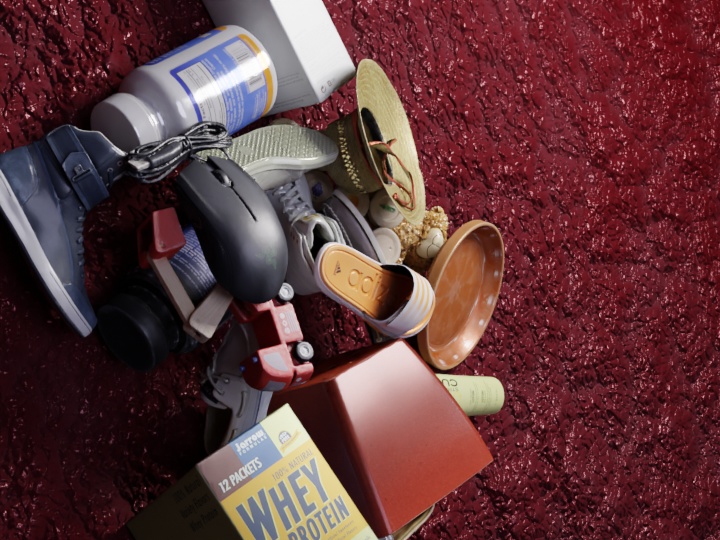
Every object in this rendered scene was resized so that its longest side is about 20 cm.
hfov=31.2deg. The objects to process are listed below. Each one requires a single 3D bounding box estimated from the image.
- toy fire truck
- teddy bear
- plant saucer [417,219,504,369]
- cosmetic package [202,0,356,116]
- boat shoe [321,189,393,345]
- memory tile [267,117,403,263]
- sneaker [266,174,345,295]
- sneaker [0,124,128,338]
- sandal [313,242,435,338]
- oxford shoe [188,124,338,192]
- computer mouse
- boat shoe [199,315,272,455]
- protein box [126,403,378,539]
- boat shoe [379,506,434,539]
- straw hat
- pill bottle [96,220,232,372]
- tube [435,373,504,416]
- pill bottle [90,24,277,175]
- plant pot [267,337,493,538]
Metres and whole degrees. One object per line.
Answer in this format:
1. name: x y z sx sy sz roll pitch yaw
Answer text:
1. toy fire truck: -0.138 0.032 1.314 0.140 0.049 0.203 -10 75 -36
2. teddy bear: 0.040 -0.058 1.645 0.200 0.066 0.146 43 61 -31
3. plant saucer: 0.128 0.030 1.700 0.200 0.032 0.203 -38 138 -45
4. cosmetic package: -0.103 -0.290 1.498 0.081 0.112 0.202 -42 117 -38
5. boat shoe: 0.000 0.000 1.536 0.059 0.072 0.202 -32 116 -9
6. memory tile: -0.033 -0.091 1.567 0.197 0.017 0.156 13 82 -25
7. sneaker: -0.069 -0.071 1.479 0.073 0.115 0.202 -24 97 -22
8. sneaker: -0.279 -0.047 1.307 0.145 0.077 0.204 -30 108 -19
9. sandal: 0.029 0.028 1.466 0.206 0.059 0.080 25 79 -46
10. oxford shoe: -0.109 -0.115 1.428 0.198 0.075 0.058 -20 138 -39
11. computer mouse: -0.135 -0.062 1.295 0.138 0.053 0.201 -27 82 -43
12. boat shoe: -0.141 0.125 1.413 0.069 0.071 0.202 -14 134 -31
13. protein box: -0.108 0.285 1.345 0.134 0.198 0.201 -30 83 -40
14. boat shoe: 0.016 0.322 1.584 0.199 0.069 0.075 -35 117 -39
15. straw hat: 0.001 -0.139 1.524 0.201 0.084 0.203 52 29 -45
16. pill bottle: -0.185 0.017 1.392 0.200 0.111 0.113 -42 114 -38
17. tube: 0.105 0.167 1.703 0.198 0.052 0.058 5 43 -38
18. pill bottle: -0.193 -0.181 1.402 0.199 0.111 0.113 -36 111 -38
19. plant pot: 0.000 0.192 1.509 0.199 0.199 0.178 -27 96 -41
